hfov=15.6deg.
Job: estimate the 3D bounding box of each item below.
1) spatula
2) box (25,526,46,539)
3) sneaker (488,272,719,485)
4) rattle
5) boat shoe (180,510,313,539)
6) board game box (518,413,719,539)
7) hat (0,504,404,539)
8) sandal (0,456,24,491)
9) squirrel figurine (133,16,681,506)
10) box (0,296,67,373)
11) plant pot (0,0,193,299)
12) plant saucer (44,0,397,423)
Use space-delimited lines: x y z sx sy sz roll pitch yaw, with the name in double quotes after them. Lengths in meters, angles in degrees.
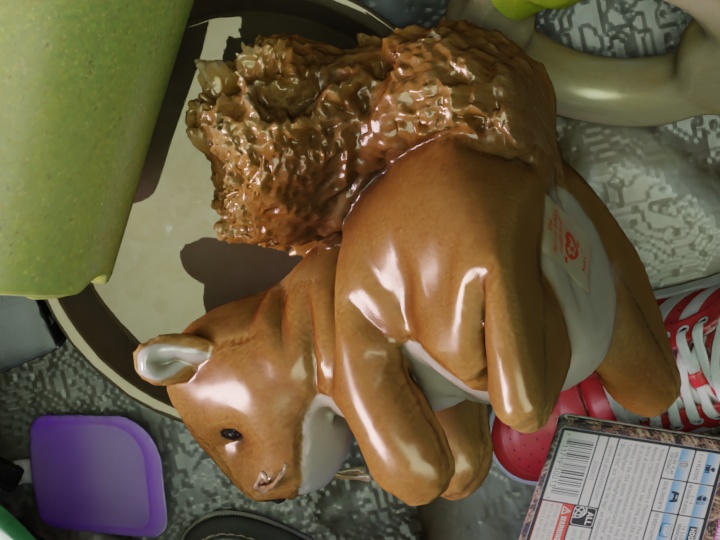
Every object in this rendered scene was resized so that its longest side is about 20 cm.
-0.185 0.094 1.169 0.199 0.021 0.057 -3 106 3 "spatula"
-0.204 0.159 1.155 0.200 0.038 0.137 35 103 -17 "box"
0.144 0.045 1.100 0.199 0.113 0.072 -25 100 7 "sneaker"
0.139 -0.123 1.109 0.199 0.143 0.130 15 135 -16 "rattle"
-0.003 0.186 1.163 0.067 0.057 0.200 -43 97 10 "boat shoe"
0.158 0.161 1.049 0.199 0.160 0.097 8 142 19 "board game box"
-0.131 0.151 1.132 0.200 0.176 0.166 33 114 19 "hat"
-0.222 0.027 1.099 0.200 0.075 0.048 33 85 -5 "sandal"
0.000 0.000 1.058 0.186 0.141 0.201 -18 89 29 "squirrel figurine"
-0.232 -0.031 1.138 0.142 0.036 0.201 -23 102 7 "box"
-0.149 -0.092 1.034 0.199 0.200 0.185 11 100 0 "plant pot"
-0.046 -0.029 1.135 0.199 0.029 0.201 0 102 2 "plant saucer"
